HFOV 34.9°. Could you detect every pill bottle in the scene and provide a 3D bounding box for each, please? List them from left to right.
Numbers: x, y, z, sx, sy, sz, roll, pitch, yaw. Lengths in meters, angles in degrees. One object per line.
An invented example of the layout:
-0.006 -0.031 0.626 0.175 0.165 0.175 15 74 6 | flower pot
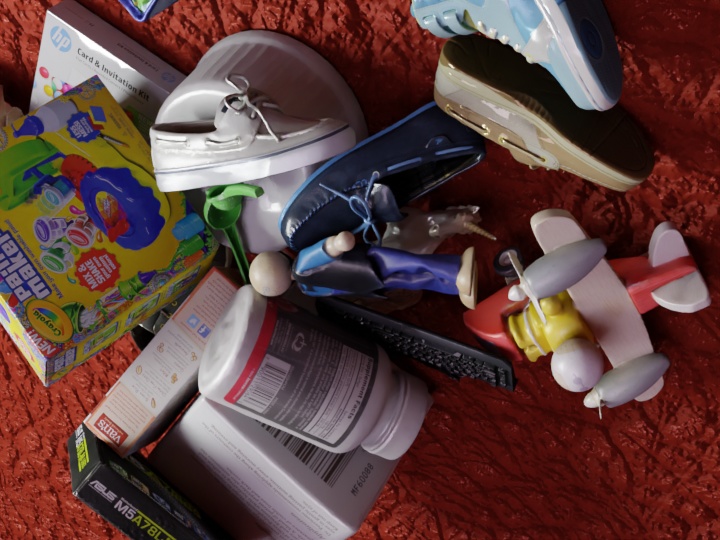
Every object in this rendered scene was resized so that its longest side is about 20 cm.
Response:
-0.040 0.101 1.058 0.199 0.112 0.111 26 135 -19 | pill bottle

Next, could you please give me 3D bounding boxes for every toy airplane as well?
0.204 0.041 0.984 0.198 0.142 0.200 20 143 -6 | toy airplane

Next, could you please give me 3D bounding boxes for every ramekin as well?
-0.100 -0.114 1.084 0.198 0.098 0.202 16 128 21 | ramekin

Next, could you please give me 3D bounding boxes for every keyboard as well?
0.053 0.074 1.078 0.198 0.021 0.127 20 166 18 | keyboard

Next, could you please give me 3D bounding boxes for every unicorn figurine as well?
0.037 -0.019 1.077 0.136 0.075 0.200 -2 158 -7 | unicorn figurine

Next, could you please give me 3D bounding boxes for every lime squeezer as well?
-0.116 -0.049 1.022 0.200 0.037 0.071 109 143 -65 | lime squeezer

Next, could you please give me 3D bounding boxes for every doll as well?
0.000 0.000 0.991 0.197 0.049 0.137 1 162 11 | doll

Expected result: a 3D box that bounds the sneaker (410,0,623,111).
0.116 -0.199 0.913 0.130 0.079 0.201 -26 97 38 | sneaker

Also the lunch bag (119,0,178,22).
-0.132 -0.325 0.904 0.127 0.170 0.200 41 133 -7 | lunch bag

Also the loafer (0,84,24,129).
-0.383 -0.139 1.201 0.201 0.068 0.076 61 143 28 | loafer

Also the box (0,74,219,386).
-0.272 -0.035 1.075 0.201 0.192 0.122 52 158 4 | box

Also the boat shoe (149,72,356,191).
-0.099 -0.124 0.971 0.200 0.074 0.087 -5 106 34 | boat shoe

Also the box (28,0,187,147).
-0.270 -0.156 1.191 0.155 0.041 0.201 34 131 7 | box

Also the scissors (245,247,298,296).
-0.137 -0.041 1.215 0.199 0.014 0.073 37 140 6 | scissors

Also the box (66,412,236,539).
-0.201 0.238 1.138 0.200 0.048 0.193 43 176 -15 | box

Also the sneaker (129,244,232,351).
-0.193 0.004 1.200 0.074 0.106 0.202 26 137 27 | sneaker

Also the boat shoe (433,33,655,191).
0.150 -0.123 0.956 0.199 0.074 0.067 34 143 9 | boat shoe

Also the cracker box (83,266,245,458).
-0.179 0.088 1.154 0.058 0.134 0.200 40 92 4 | cracker box

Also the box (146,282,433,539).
-0.071 0.166 1.190 0.199 0.200 0.171 41 137 -3 | box

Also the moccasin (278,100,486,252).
0.018 -0.074 0.995 0.199 0.080 0.069 -36 61 10 | moccasin
